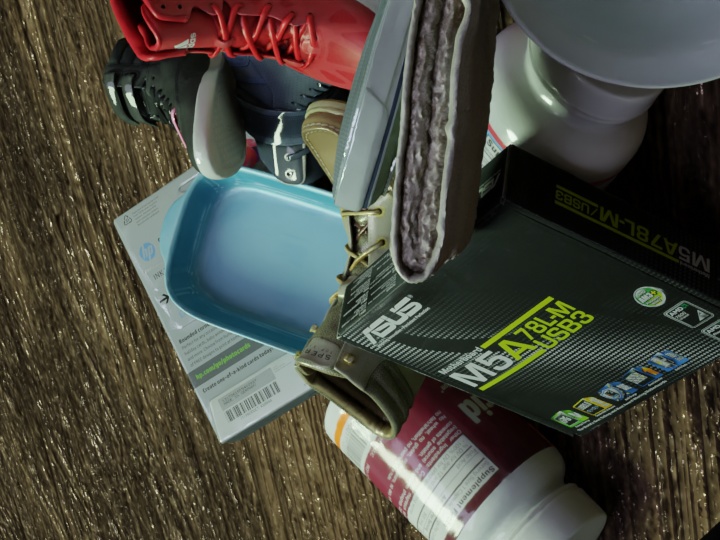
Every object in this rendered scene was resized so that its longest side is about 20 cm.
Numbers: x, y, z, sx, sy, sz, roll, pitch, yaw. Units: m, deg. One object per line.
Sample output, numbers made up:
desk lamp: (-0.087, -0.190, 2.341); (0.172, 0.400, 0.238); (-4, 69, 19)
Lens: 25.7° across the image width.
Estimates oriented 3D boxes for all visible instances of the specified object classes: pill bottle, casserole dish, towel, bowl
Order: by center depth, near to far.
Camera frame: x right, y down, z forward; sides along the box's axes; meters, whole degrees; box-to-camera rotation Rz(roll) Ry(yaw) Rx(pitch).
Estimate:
bowl: (0.149, -0.199, 0.779); (0.091, 0.199, 0.203); (-103, 8, -55)
towel: (0.048, -0.100, 0.807); (0.034, 0.132, 0.202); (7, 98, 12)
pill bottle: (0.105, -0.082, 0.955); (0.109, 0.108, 0.200); (52, 145, 11)
pill bottle: (0.077, 0.145, 1.159); (0.200, 0.114, 0.115); (43, 143, 22)
casserole dish: (-0.055, -0.005, 1.177); (0.198, 0.039, 0.122); (18, 93, 20)

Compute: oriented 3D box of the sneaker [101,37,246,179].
sneaker: (-0.141, -0.119, 1.166); (0.201, 0.098, 0.071); (-97, -9, -53)

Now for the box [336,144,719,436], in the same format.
box: (0.114, 0.022, 0.968); (0.192, 0.048, 0.200); (22, 146, -22)

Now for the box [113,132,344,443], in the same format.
box: (-0.085, 0.009, 1.228); (0.155, 0.041, 0.201); (-32, 79, 16)

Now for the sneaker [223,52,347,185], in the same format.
sneaker: (-0.016, -0.129, 1.109); (0.201, 0.077, 0.147); (15, 130, 42)

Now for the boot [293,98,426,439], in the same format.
boot: (0.000, 0.000, 1.065); (0.072, 0.155, 0.200); (2, 139, 52)

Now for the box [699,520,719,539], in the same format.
box: (0.268, 0.275, 0.977); (0.124, 0.148, 0.202); (-11, 106, 53)

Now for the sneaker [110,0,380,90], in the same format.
sneaker: (-0.071, -0.144, 0.988); (0.199, 0.116, 0.079); (24, 132, 20)

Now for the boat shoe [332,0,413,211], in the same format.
boat shoe: (0.034, -0.127, 0.932); (0.072, 0.061, 0.202); (-107, 34, -76)
